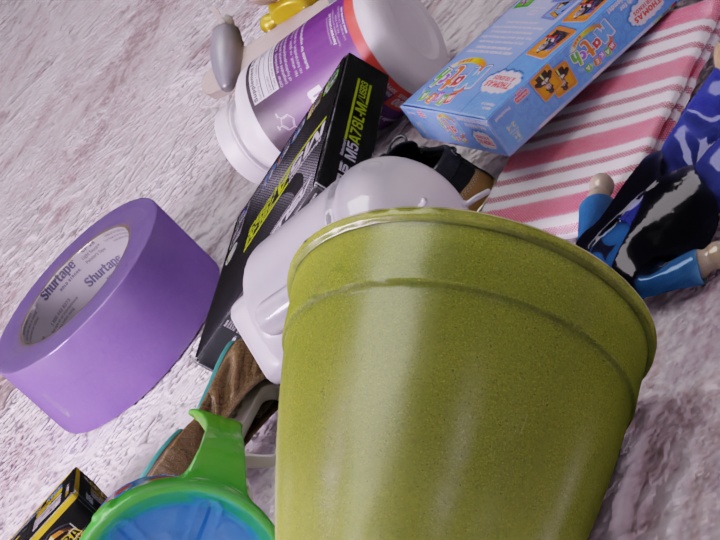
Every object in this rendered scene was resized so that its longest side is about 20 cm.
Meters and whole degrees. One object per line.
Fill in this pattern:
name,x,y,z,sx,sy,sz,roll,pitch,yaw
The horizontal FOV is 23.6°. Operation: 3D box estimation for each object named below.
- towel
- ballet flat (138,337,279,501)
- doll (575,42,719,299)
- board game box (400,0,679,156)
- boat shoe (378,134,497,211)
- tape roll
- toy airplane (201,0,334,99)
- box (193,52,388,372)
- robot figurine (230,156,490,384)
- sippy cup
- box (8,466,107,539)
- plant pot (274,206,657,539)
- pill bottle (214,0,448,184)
towel,0.163,-0.093,1.160,0.146,0.030,0.201,-11,43,53
ballet flat,-0.094,0.127,1.177,0.072,0.068,0.201,16,44,16
doll,0.177,-0.039,1.014,0.201,0.048,0.136,-52,34,-5
board game box,0.135,-0.164,1.219,0.200,0.037,0.151,-41,21,-10
boat shoe,0.032,-0.064,1.283,0.075,0.062,0.199,-53,23,-13
tape roll,-0.222,0.038,1.513,0.199,0.085,0.201,-37,25,20
toy airplane,-0.066,-0.226,1.612,0.200,0.141,0.199,-45,24,1
box,-0.052,-0.043,1.340,0.201,0.047,0.194,-53,13,35
robot figurine,0.000,0.000,1.149,0.200,0.114,0.169,-37,-4,38
sippy cup,-0.117,0.184,1.054,0.177,0.140,0.130,-38,11,-8
box,-0.240,0.220,1.221,0.160,0.049,0.200,-46,5,-7
plant pot,0.036,0.106,0.864,0.199,0.200,0.195,-20,45,45
pill bottle,-0.028,-0.155,1.470,0.199,0.112,0.113,-32,26,29
